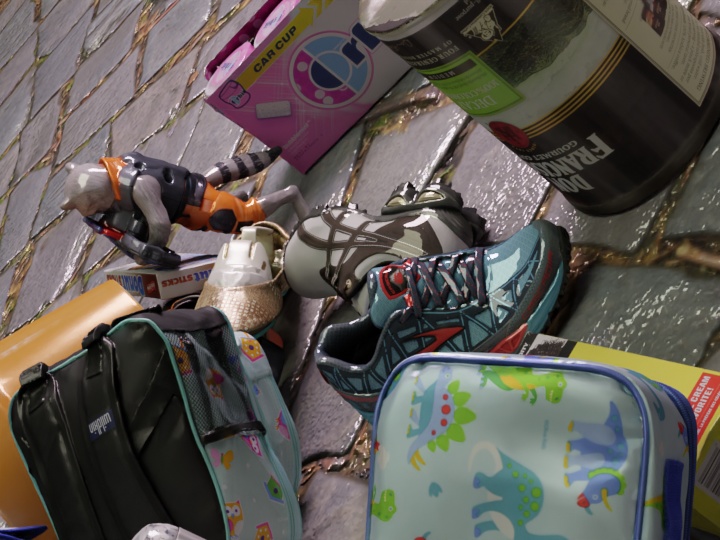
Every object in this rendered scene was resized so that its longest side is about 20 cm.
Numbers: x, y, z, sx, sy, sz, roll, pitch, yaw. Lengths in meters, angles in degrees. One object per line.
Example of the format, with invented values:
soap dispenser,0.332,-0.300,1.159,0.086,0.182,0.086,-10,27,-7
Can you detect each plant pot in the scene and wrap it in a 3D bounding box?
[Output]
plant pot,-0.226,0.114,1.488,0.183,0.201,0.200,-40,24,-10

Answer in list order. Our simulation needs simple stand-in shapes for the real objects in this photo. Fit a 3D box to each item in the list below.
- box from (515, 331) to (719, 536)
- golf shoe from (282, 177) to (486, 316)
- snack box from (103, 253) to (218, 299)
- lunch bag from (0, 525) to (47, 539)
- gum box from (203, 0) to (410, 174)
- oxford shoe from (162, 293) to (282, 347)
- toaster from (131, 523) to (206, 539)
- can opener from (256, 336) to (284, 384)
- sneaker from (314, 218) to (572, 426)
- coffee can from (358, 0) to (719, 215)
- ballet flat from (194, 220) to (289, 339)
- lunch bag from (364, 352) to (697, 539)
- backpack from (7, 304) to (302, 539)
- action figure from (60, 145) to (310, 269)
box,0.144,0.087,1.027,0.076,0.050,0.200,-59,27,-9
golf shoe,0.000,0.000,1.352,0.199,0.078,0.095,-21,40,50
snack box,-0.164,0.004,1.606,0.071,0.025,0.200,-13,5,-19
lunch bag,-0.262,0.261,1.332,0.169,0.199,0.125,-29,35,43
gum box,-0.033,-0.187,1.595,0.200,0.113,0.066,-44,27,20
oxford shoe,-0.130,0.041,1.524,0.072,0.072,0.200,-58,26,-9
toaster,-0.105,0.243,1.143,0.201,0.128,0.114,-64,8,-20
can opener,-0.125,0.138,1.406,0.201,0.078,0.063,-63,19,7
sneaker,0.049,0.028,1.210,0.200,0.095,0.080,-40,29,26
coffee can,0.118,-0.152,1.193,0.146,0.199,0.147,-40,28,27
ballet flat,-0.089,0.003,1.434,0.200,0.070,0.066,-76,-16,-77
lunch bag,0.083,0.144,0.920,0.159,0.082,0.202,1,83,30
backpack,-0.130,0.143,1.289,0.175,0.153,0.202,-29,71,31
action figure,-0.165,-0.064,1.575,0.200,0.192,0.106,23,106,57
